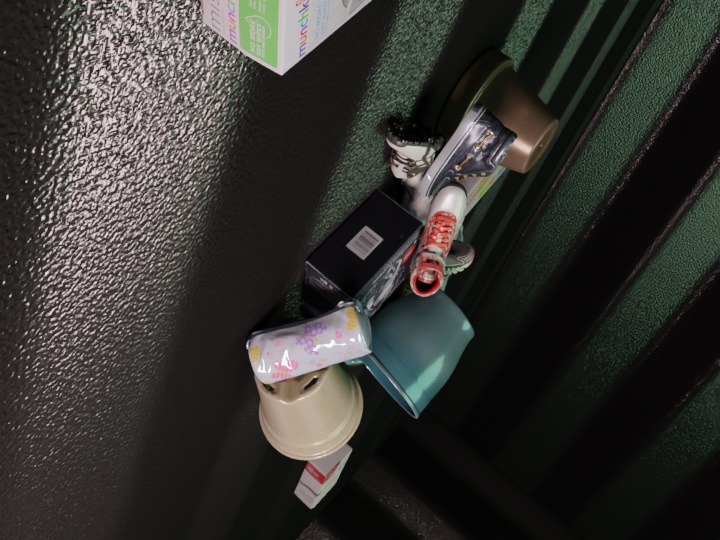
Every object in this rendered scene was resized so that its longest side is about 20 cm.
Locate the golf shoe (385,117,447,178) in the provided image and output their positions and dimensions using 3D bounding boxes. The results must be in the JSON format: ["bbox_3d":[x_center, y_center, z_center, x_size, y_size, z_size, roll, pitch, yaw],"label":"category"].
[{"bbox_3d":[0.080,-0.185,1.180,0.095,0.077,0.199,-58,164,17],"label":"golf shoe"}]

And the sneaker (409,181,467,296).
[{"bbox_3d":[0.139,-0.048,1.307,0.109,0.066,0.204,-83,-168,-52],"label":"sneaker"}]

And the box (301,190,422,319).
[{"bbox_3d":[0.000,0.000,1.286,0.200,0.104,0.183,-46,164,-27],"label":"box"}]

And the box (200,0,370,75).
[{"bbox_3d":[-0.038,-0.289,0.557,0.177,0.096,0.201,-48,165,-30],"label":"box"}]

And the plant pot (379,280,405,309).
[{"bbox_3d":[0.058,0.037,1.533,0.200,0.027,0.204,-169,-90,-83],"label":"plant pot"}]

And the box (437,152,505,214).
[{"bbox_3d":[0.214,-0.205,1.496,0.200,0.101,0.113,-48,164,-22],"label":"box"}]

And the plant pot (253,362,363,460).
[{"bbox_3d":[-0.103,0.202,1.300,0.201,0.199,0.185,-47,152,-20],"label":"plant pot"}]

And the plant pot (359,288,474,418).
[{"bbox_3d":[0.105,0.135,1.378,0.187,0.200,0.201,-40,163,-9],"label":"plant pot"}]

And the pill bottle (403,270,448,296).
[{"bbox_3d":[0.127,0.015,1.562,0.112,0.111,0.204,-28,136,-58],"label":"pill bottle"}]

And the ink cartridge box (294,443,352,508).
[{"bbox_3d":[-0.121,0.641,2.362,0.146,0.082,0.202,-37,157,-45],"label":"ink cartridge box"}]

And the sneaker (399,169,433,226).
[{"bbox_3d":[0.122,-0.150,1.378,0.077,0.080,0.201,-48,163,-13],"label":"sneaker"}]

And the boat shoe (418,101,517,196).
[{"bbox_3d":[0.172,-0.173,1.214,0.071,0.090,0.201,-50,177,-43],"label":"boat shoe"}]

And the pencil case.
[{"bbox_3d":[-0.078,0.112,1.159,0.197,0.084,0.092,-20,125,12],"label":"pencil case"}]

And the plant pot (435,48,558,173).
[{"bbox_3d":[0.260,-0.272,1.353,0.201,0.174,0.201,-47,163,-19],"label":"plant pot"}]

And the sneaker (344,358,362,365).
[{"bbox_3d":[0.014,0.189,1.812,0.199,0.077,0.092,-33,159,-50],"label":"sneaker"}]

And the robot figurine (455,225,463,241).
[{"bbox_3d":[0.169,-0.047,1.682,0.168,0.113,0.201,-31,157,-20],"label":"robot figurine"}]

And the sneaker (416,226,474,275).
[{"bbox_3d":[0.129,-0.048,1.429,0.082,0.196,0.075,-94,-163,-45],"label":"sneaker"}]
